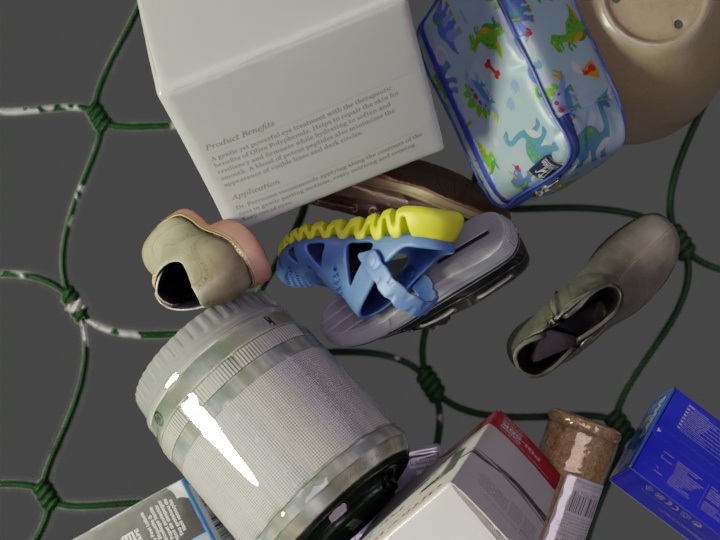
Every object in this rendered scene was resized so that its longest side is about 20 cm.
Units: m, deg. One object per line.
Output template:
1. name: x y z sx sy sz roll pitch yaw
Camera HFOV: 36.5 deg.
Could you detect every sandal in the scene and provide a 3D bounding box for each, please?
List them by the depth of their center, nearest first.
1. sandal: 0.000 0.000 0.931 0.079 0.200 0.087 9 77 -42

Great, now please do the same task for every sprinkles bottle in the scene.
1. sprinkles bottle: 0.166 0.225 0.956 0.068 0.068 0.200 20 86 3

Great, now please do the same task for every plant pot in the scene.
1. plant pot: 0.242 -0.220 0.953 0.200 0.134 0.201 0 87 2

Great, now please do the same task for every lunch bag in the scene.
1. lunch bag: 0.132 -0.160 0.939 0.082 0.161 0.200 -21 84 -24

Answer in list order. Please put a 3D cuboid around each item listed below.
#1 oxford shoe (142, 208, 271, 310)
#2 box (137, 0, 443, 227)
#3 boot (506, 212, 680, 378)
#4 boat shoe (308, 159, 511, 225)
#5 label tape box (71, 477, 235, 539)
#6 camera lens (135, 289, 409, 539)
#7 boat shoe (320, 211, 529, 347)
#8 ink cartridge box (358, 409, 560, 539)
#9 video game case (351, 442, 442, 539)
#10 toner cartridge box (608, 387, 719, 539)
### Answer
1. oxford shoe: -0.152 -0.006 0.922 0.074 0.200 0.071 -34 107 -26
2. box: -0.064 -0.182 0.906 0.199 0.171 0.200 -22 51 0
3. boot: 0.210 0.025 0.937 0.200 0.131 0.068 -42 86 -1
4. boat shoe: 0.035 -0.059 0.989 0.199 0.072 0.072 16 117 -5
5. label tape box: -0.197 0.288 0.956 0.200 0.066 0.144 -30 83 5
6. camera lens: -0.071 0.137 0.911 0.160 0.160 0.200 -44 72 -2
7. boat shoe: 0.060 0.024 0.970 0.200 0.071 0.072 -26 44 20
8. ink cartridge box: 0.068 0.205 0.855 0.147 0.200 0.083 -44 84 17
9. video game case: -0.009 0.263 0.981 0.199 0.023 0.182 -10 86 1
10. toner cartridge box: 0.324 0.202 0.947 0.200 0.043 0.095 38 60 4
